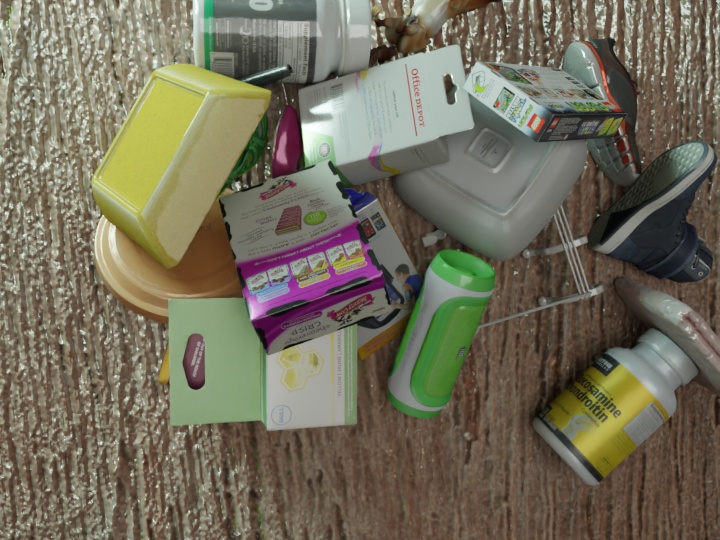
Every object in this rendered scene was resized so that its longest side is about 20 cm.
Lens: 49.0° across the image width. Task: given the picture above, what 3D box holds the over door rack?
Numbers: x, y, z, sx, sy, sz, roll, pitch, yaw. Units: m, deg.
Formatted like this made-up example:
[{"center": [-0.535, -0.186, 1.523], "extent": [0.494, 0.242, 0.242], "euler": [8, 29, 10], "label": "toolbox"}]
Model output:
[{"center": [0.192, -0.010, 1.017], "extent": [0.200, 0.067, 0.148], "euler": [-19, 95, 5], "label": "over door rack"}]

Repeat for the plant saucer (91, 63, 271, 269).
[{"center": [-0.202, -0.125, 0.814], "extent": [0.048, 0.200, 0.200], "euler": [30, 90, -41], "label": "plant saucer"}]

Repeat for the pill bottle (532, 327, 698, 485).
[{"center": [0.328, 0.170, 1.012], "extent": [0.200, 0.112, 0.112], "euler": [-43, 99, 1], "label": "pill bottle"}]

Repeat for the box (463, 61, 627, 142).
[{"center": [0.215, -0.193, 0.899], "extent": [0.110, 0.200, 0.035], "euler": [44, 123, 25], "label": "box"}]

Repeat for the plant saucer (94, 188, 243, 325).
[{"center": [-0.202, -0.031, 0.909], "extent": [0.200, 0.032, 0.200], "euler": [8, 55, -12], "label": "plant saucer"}]

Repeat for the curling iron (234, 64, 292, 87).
[{"center": [-0.169, -0.207, 0.914], "extent": [0.200, 0.050, 0.026], "euler": [-6, 80, 21], "label": "curling iron"}]

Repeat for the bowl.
[{"center": [0.157, -0.137, 0.958], "extent": [0.200, 0.075, 0.200], "euler": [36, 84, 14], "label": "bowl"}]

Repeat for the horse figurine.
[{"center": [0.082, -0.314, 0.960], "extent": [0.200, 0.133, 0.050], "euler": [-39, 77, 3], "label": "horse figurine"}]

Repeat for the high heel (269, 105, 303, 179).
[{"center": [-0.062, -0.097, 0.961], "extent": [0.096, 0.067, 0.200], "euler": [4, 98, 1], "label": "high heel"}]

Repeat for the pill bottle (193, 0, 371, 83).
[{"center": [-0.093, -0.278, 0.927], "extent": [0.200, 0.113, 0.113], "euler": [-1, 93, -9], "label": "pill bottle"}]

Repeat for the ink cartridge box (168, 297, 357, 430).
[{"center": [-0.104, 0.100, 0.860], "extent": [0.200, 0.048, 0.146], "euler": [-1, 95, -18], "label": "ink cartridge box"}]

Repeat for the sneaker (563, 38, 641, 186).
[{"center": [0.336, -0.210, 1.021], "extent": [0.082, 0.077, 0.200], "euler": [-24, 99, -17], "label": "sneaker"}]

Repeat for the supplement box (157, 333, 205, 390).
[{"center": [-0.130, 0.109, 0.945], "extent": [0.200, 0.110, 0.086], "euler": [16, 91, -9], "label": "supplement box"}]

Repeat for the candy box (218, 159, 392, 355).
[{"center": [-0.063, -0.020, 0.829], "extent": [0.136, 0.200, 0.061], "euler": [-19, 136, -3], "label": "candy box"}]

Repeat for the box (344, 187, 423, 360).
[{"center": [0.000, 0.000, 0.961], "extent": [0.119, 0.041, 0.200], "euler": [-34, 120, -7], "label": "box"}]

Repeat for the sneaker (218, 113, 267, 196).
[{"center": [-0.145, -0.147, 0.900], "extent": [0.074, 0.200, 0.084], "euler": [36, 129, -12], "label": "sneaker"}]

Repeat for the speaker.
[{"center": [0.096, 0.079, 0.962], "extent": [0.088, 0.088, 0.200], "euler": [14, 113, -9], "label": "speaker"}]

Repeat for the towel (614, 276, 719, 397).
[{"center": [0.415, 0.094, 0.985], "extent": [0.032, 0.200, 0.191], "euler": [-43, 99, 4], "label": "towel"}]

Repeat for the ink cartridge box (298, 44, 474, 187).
[{"center": [0.034, -0.175, 0.922], "extent": [0.200, 0.067, 0.117], "euler": [-12, 71, 17], "label": "ink cartridge box"}]

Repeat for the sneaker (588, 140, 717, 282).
[{"center": [0.409, -0.066, 0.995], "extent": [0.146, 0.202, 0.077], "euler": [27, 49, -9], "label": "sneaker"}]
